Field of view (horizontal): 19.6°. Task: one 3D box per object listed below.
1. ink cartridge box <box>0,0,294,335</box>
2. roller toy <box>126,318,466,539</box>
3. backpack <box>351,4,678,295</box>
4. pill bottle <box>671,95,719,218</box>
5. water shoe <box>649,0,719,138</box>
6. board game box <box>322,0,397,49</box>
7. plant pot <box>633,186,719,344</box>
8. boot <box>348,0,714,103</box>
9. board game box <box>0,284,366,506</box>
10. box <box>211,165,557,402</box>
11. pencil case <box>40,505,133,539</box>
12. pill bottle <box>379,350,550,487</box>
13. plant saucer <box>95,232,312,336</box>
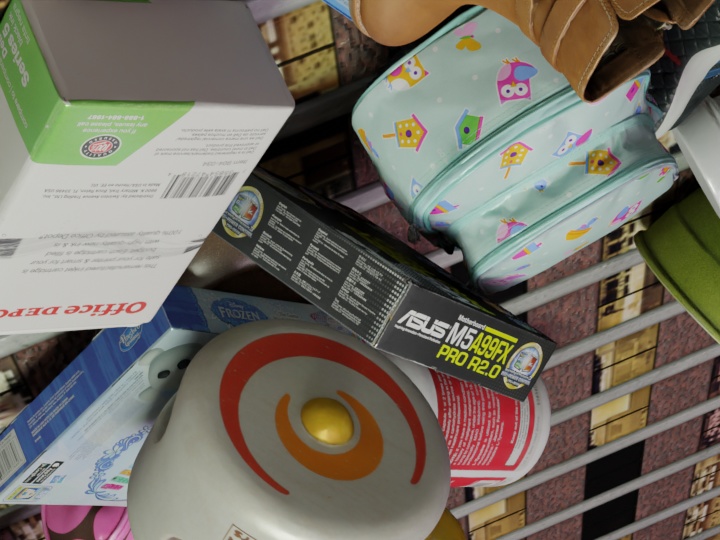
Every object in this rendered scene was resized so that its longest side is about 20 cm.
[{"bbox_3d":[-0.150,-0.056,1.152,0.145,0.084,0.200,-2,144,-37],"label":"ink cartridge box"},{"bbox_3d":[-0.042,0.130,1.299,0.182,0.200,0.140,-1,141,-31],"label":"roller toy"},{"bbox_3d":[0.092,-0.082,1.210,0.176,0.153,0.200,-30,162,6],"label":"backpack"},{"bbox_3d":[0.316,-0.115,1.409,0.200,0.120,0.120,-29,153,6],"label":"pill bottle"},{"bbox_3d":[0.222,-0.165,1.319,0.079,0.072,0.200,-32,166,-41],"label":"water shoe"},{"bbox_3d":[0.054,-0.211,1.108,0.200,0.037,0.151,-34,152,18],"label":"board game box"},{"bbox_3d":[0.340,-0.027,1.534,0.193,0.200,0.200,-48,147,15],"label":"plant pot"},{"bbox_3d":[0.086,-0.141,1.046,0.200,0.155,0.077,-42,150,28],"label":"boot"},{"bbox_3d":[-0.123,0.091,1.409,0.200,0.043,0.199,-42,148,28],"label":"board game box"},{"bbox_3d":[0.000,0.000,1.246,0.160,0.200,0.044,24,98,-50],"label":"box"},{"bbox_3d":[-0.164,0.199,1.581,0.091,0.094,0.200,-23,153,15],"label":"pencil case"},{"bbox_3d":[0.042,0.108,1.574,0.200,0.112,0.112,6,139,-46],"label":"pill bottle"},{"bbox_3d":[-0.081,0.026,1.416,0.200,0.032,0.200,-21,152,-12],"label":"plant saucer"}]
